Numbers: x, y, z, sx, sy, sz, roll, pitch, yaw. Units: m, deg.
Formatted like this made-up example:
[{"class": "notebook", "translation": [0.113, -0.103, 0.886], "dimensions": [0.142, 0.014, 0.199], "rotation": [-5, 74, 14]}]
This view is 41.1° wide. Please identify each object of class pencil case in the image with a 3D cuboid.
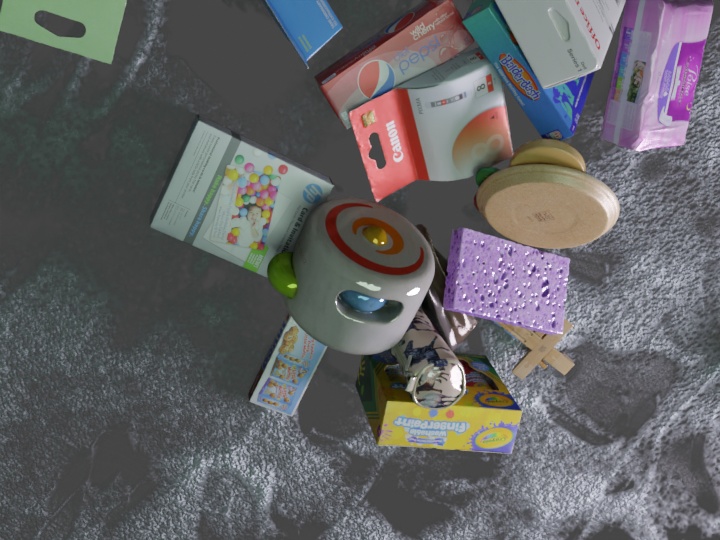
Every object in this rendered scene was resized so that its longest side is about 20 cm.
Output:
[{"class": "pencil case", "translation": [0.069, 0.100, 1.314], "dimensions": [0.089, 0.201, 0.078], "rotation": [22, 110, -33]}]

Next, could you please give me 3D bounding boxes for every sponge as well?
[{"class": "sponge", "translation": [0.208, 0.017, 1.351], "dimensions": [0.197, 0.030, 0.114], "rotation": [14, 80, -29]}]

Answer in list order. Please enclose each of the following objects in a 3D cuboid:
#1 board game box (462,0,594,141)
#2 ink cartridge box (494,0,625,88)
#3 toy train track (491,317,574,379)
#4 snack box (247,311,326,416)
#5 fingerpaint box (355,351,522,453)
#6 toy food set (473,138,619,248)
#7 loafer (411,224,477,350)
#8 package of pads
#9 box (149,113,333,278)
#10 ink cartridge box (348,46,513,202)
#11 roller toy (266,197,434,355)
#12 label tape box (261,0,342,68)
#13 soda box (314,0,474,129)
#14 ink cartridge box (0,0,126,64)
[{"class": "board game box", "translation": [0.219, -0.284, 1.216], "dimensions": [0.045, 0.153, 0.200], "rotation": [-18, 124, 41]}, {"class": "ink cartridge box", "translation": [0.246, -0.340, 1.164], "dimensions": [0.083, 0.201, 0.147], "rotation": [-15, 122, 39]}, {"class": "toy train track", "translation": [0.238, 0.086, 1.431], "dimensions": [0.199, 0.033, 0.115], "rotation": [37, 108, -16]}, {"class": "snack box", "translation": [-0.088, 0.111, 1.372], "dimensions": [0.071, 0.024, 0.202], "rotation": [21, 105, -20]}, {"class": "fingerpaint box", "translation": [0.107, 0.180, 1.364], "dimensions": [0.196, 0.167, 0.075], "rotation": [6, 111, -13]}, {"class": "toy food set", "translation": [0.246, -0.093, 1.290], "dimensions": [0.198, 0.197, 0.049], "rotation": [28, 60, -28]}, {"class": "loafer", "translation": [0.111, 0.015, 1.359], "dimensions": [0.070, 0.073, 0.202], "rotation": [-29, 118, -13]}, {"class": "package of pads", "translation": [0.395, -0.267, 1.280], "dimensions": [0.119, 0.075, 0.204], "rotation": [-11, 117, -34]}, {"class": "box", "translation": [-0.157, -0.091, 1.269], "dimensions": [0.198, 0.041, 0.158], "rotation": [24, 105, -21]}, {"class": "ink cartridge box", "translation": [0.097, -0.178, 1.246], "dimensions": [0.198, 0.050, 0.163], "rotation": [-29, 136, -8]}, {"class": "roller toy", "translation": [0.000, 0.000, 1.239], "dimensions": [0.182, 0.199, 0.141], "rotation": [40, 127, 19]}, {"class": "label tape box", "translation": [-0.086, -0.325, 1.101], "dimensions": [0.063, 0.200, 0.145], "rotation": [-33, 115, 3]}, {"class": "soda box", "translation": [0.042, -0.269, 1.227], "dimensions": [0.198, 0.064, 0.070], "rotation": [-34, 114, 3]}, {"class": "ink cartridge box", "translation": [-0.336, -0.356, 1.121], "dimensions": [0.143, 0.048, 0.203], "rotation": [14, 106, -18]}]
